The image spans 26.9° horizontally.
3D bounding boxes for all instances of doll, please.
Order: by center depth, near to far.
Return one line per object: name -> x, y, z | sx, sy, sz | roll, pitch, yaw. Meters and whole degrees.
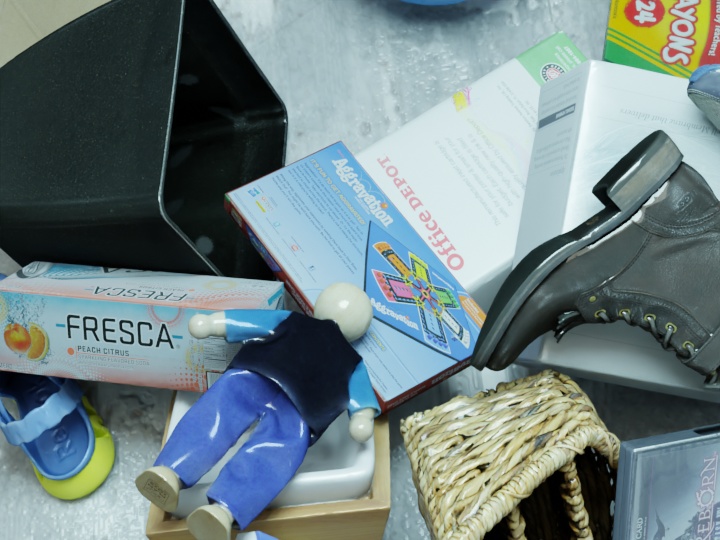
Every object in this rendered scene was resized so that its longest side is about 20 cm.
doll -> -0.056, 0.075, 0.941 | 0.136, 0.049, 0.200 | 35, 56, 9

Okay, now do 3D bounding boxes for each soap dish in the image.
soap dish -> -0.056, 0.126, 1.026 | 0.156, 0.082, 0.200 | -7, 27, 3

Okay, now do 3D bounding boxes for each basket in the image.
basket -> 0.121, 0.184, 0.932 | 0.142, 0.201, 0.149 | -16, 26, -3

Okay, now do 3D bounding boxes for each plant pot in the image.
plant pot -> -0.176, -0.077, 1.131 | 0.176, 0.200, 0.202 | -5, 63, 18

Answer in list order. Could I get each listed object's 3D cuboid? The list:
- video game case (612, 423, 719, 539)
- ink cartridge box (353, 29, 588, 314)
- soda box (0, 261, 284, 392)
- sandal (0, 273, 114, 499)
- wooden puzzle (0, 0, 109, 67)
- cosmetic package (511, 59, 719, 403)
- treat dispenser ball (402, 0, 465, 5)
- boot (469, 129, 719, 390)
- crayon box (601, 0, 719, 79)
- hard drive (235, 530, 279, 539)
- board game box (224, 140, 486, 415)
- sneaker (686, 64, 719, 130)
video game case -> 0.243, 0.163, 0.951 | 0.198, 0.144, 0.019 | -7, 17, -28
ink cartridge box -> 0.111, -0.063, 1.137 | 0.199, 0.088, 0.146 | -31, 64, -10
soda box -> -0.153, 0.039, 1.043 | 0.198, 0.068, 0.064 | 5, 108, 17
sandal -> -0.252, 0.072, 1.120 | 0.079, 0.087, 0.200 | -37, 63, -6
wooden puzzle -> -0.223, -0.226, 1.292 | 0.183, 0.037, 0.201 | 4, 60, 10
cosmetic package -> 0.214, -0.018, 1.020 | 0.198, 0.123, 0.202 | 10, 88, -8
treat dispenser ball -> 0.060, -0.314, 1.200 | 0.199, 0.201, 0.203 | -3, 64, 6
boot -> 0.184, 0.034, 0.908 | 0.174, 0.069, 0.200 | 43, 102, -5
crayon box -> 0.294, -0.185, 1.191 | 0.198, 0.051, 0.128 | 6, 65, 10
hard drive -> -0.013, 0.256, 0.944 | 0.025, 0.200, 0.133 | -14, 58, 36
board game box -> 0.000, 0.000, 1.049 | 0.102, 0.020, 0.200 | -27, 62, -23
sneaker -> 0.273, -0.047, 0.932 | 0.200, 0.077, 0.085 | 40, 88, -5
